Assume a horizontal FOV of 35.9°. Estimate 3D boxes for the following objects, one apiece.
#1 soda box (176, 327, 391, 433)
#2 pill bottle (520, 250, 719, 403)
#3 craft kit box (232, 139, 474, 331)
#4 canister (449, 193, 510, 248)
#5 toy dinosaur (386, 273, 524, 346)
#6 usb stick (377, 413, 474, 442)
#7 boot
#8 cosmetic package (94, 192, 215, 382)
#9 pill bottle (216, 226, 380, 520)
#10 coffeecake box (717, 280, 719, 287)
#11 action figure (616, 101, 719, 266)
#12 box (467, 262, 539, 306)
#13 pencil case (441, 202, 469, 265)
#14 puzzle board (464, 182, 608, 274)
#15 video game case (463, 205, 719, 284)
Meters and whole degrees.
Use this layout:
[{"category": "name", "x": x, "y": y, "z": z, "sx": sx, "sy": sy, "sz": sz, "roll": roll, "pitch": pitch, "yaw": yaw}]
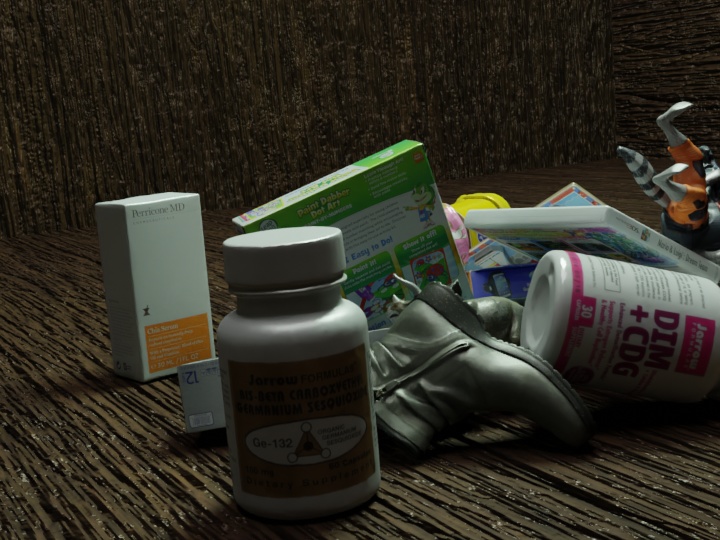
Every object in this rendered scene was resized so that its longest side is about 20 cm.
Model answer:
[{"category": "soda box", "x": -0.060, "y": 0.099, "z": 1.012, "sx": 0.199, "sy": 0.064, "sz": 0.068, "roll": -10, "pitch": -4, "yaw": 3}, {"category": "pill bottle", "x": 0.250, "y": 0.054, "z": 0.972, "sx": 0.199, "sy": 0.114, "sz": 0.113, "roll": 10, "pitch": 8, "yaw": -5}, {"category": "craft kit box", "x": 0.000, "y": 0.000, "z": 1.102, "sx": 0.199, "sy": 0.198, "sz": 0.048, "roll": -25, "pitch": 22, "yaw": -15}, {"category": "canister", "x": 0.119, "y": -0.012, "z": 1.448, "sx": 0.086, "sy": 0.149, "sz": 0.200, "roll": 2, "pitch": 14, "yaw": 36}, {"category": "toy dinosaur", "x": 0.126, "y": 0.062, "z": 1.031, "sx": 0.199, "sy": 0.103, "sz": 0.077, "roll": 10, "pitch": -15, "yaw": -19}, {"category": "usb stick", "x": 0.004, "y": 0.134, "z": 0.960, "sx": 0.199, "sy": 0.033, "sz": 0.055, "roll": -9, "pitch": 1, "yaw": -24}, {"category": "boot", "x": 0.084, "y": 0.112, "z": 0.925, "sx": 0.200, "sy": 0.068, "sz": 0.131, "roll": 38, "pitch": 71, "yaw": 22}, {"category": "cosmetic package", "x": -0.233, "y": 0.016, "z": 1.270, "sx": 0.101, "sy": 0.201, "sz": 0.071, "roll": -13, "pitch": 12, "yaw": -39}, {"category": "pill bottle", "x": -0.048, "y": 0.073, "z": 0.831, "sx": 0.114, "sy": 0.201, "sz": 0.114, "roll": -5, "pitch": 9, "yaw": 1}, {"category": "coffeecake box", "x": 0.318, "y": 0.054, "z": 1.155, "sx": 0.153, "sy": 0.073, "sz": 0.200, "roll": 1, "pitch": 11, "yaw": 40}, {"category": "action figure", "x": 0.341, "y": -0.078, "z": 1.175, "sx": 0.104, "sy": 0.194, "sz": 0.200, "roll": -16, "pitch": 36, "yaw": 14}, {"category": "box", "x": 0.173, "y": 0.033, "z": 1.236, "sx": 0.118, "sy": 0.042, "sz": 0.200, "roll": -5, "pitch": -14, "yaw": -2}, {"category": "pencil case", "x": 0.026, "y": -0.009, "z": 1.267, "sx": 0.199, "sy": 0.083, "sz": 0.086, "roll": -25, "pitch": 28, "yaw": -24}, {"category": "puzzle board", "x": 0.227, "y": -0.014, "z": 1.288, "sx": 0.150, "sy": 0.017, "sz": 0.200, "roll": 30, "pitch": -42, "yaw": -25}, {"category": "video game case", "x": 0.236, "y": -0.025, "z": 1.146, "sx": 0.182, "sy": 0.024, "sz": 0.200, "roll": 23, "pitch": -11, "yaw": -34}]
